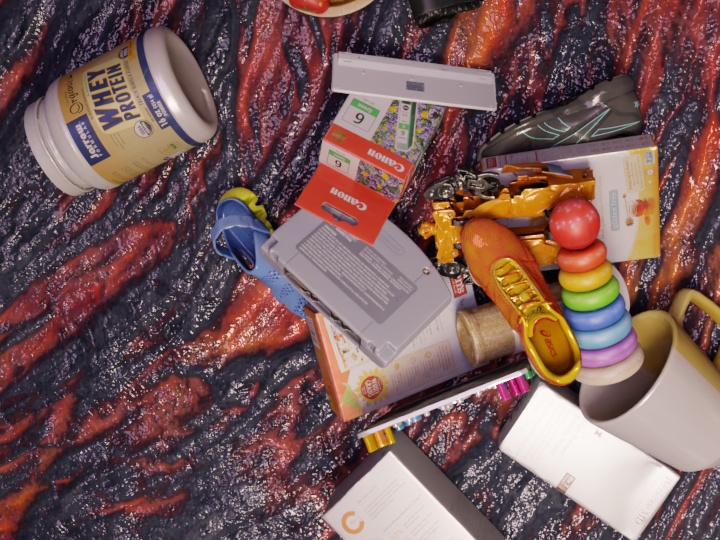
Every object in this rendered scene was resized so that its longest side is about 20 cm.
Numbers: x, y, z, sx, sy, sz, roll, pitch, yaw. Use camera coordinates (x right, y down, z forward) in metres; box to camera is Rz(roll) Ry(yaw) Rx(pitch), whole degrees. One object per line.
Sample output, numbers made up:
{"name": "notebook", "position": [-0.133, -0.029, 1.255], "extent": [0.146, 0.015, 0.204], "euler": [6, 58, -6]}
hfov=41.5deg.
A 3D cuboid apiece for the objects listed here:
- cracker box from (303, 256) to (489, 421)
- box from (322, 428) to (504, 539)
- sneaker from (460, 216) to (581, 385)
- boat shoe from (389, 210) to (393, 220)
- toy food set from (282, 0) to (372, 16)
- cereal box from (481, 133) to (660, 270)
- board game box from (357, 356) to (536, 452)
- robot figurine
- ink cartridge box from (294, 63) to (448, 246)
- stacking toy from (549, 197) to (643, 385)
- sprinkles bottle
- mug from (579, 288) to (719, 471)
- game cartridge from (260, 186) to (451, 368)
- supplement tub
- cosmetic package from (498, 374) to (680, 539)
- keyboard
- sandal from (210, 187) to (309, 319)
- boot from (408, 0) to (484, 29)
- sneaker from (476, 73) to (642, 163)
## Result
{"name": "cracker box", "position": [0.044, 0.076, 1.124], "extent": [0.196, 0.058, 0.137], "euler": [-19, 104, -16]}
{"name": "box", "position": [0.069, 0.320, 1.182], "extent": [0.124, 0.097, 0.200], "euler": [-44, 90, 12]}
{"name": "sneaker", "position": [0.175, 0.026, 1.001], "extent": [0.072, 0.077, 0.202], "euler": [-34, 83, -2]}
{"name": "boat shoe", "position": [-0.012, -0.053, 1.156], "extent": [0.085, 0.075, 0.206], "euler": [20, 99, 6]}
{"name": "toy food set", "position": [-0.038, -0.406, 1.125], "extent": [0.194, 0.049, 0.204], "euler": [-15, 95, 11]}
{"name": "cereal box", "position": [0.244, -0.073, 1.103], "extent": [0.195, 0.040, 0.146], "euler": [-8, 122, 10]}
{"name": "board game box", "position": [0.108, 0.151, 1.099], "extent": [0.197, 0.200, 0.026], "euler": [-23, 84, 11]}
{"name": "robot figurine", "position": [0.162, -0.057, 1.064], "extent": [0.195, 0.059, 0.148], "euler": [-3, 121, 7]}
{"name": "ink cartridge box", "position": [0.014, -0.139, 1.096], "extent": [0.107, 0.051, 0.202], "euler": [26, 62, 4]}
{"name": "stacking toy", "position": [0.244, 0.019, 1.023], "extent": [0.084, 0.086, 0.203], "euler": [-16, 111, 11]}
{"name": "sprinkles bottle", "position": [0.211, 0.052, 1.104], "extent": [0.196, 0.068, 0.070], "euler": [-17, 96, -11]}
{"name": "mug", "position": [0.367, 0.137, 1.084], "extent": [0.152, 0.150, 0.187], "euler": [35, 107, -13]}
{"name": "game cartridge", "position": [0.000, 0.000, 1.069], "extent": [0.200, 0.041, 0.133], "euler": [42, 68, 17]}
{"name": "supplement tub", "position": [-0.288, -0.187, 1.148], "extent": [0.197, 0.144, 0.147], "euler": [-24, 93, 11]}
{"name": "cosmetic package", "position": [0.273, 0.222, 1.148], "extent": [0.198, 0.074, 0.103], "euler": [33, 102, 5]}
{"name": "keyboard", "position": [0.064, -0.221, 1.114], "extent": [0.195, 0.011, 0.057], "euler": [6, 66, -7]}
{"name": "sandal", "position": [-0.116, -0.010, 1.168], "extent": [0.199, 0.087, 0.080], "euler": [42, 116, 3]}
{"name": "boot", "position": [0.052, -0.351, 1.052], "extent": [0.073, 0.197, 0.166], "euler": [-10, 102, 48]}
{"name": "sneaker", "position": [0.232, -0.155, 1.102], "extent": [0.197, 0.075, 0.081], "euler": [-22, 96, 12]}
